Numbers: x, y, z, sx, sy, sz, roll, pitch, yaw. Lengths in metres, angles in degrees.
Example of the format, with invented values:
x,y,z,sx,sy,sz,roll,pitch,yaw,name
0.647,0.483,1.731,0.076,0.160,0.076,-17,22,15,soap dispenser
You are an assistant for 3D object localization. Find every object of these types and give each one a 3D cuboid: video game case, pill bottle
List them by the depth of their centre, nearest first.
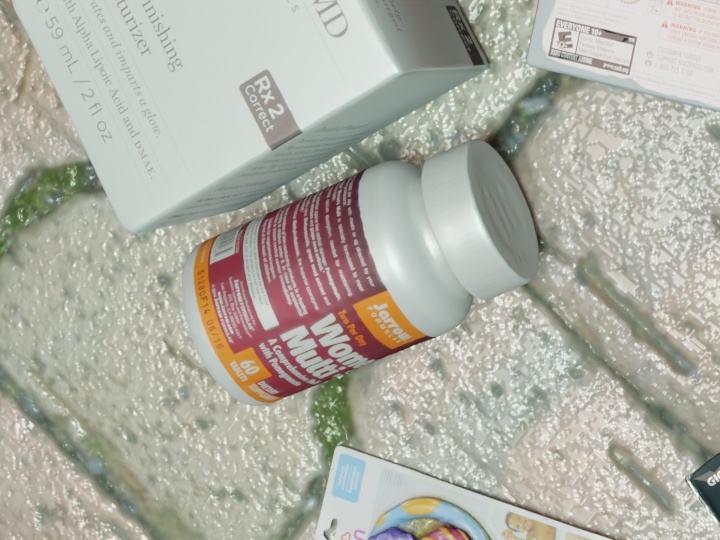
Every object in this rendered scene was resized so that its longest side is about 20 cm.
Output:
x,y,z,sx,sy,sz,roll,pitch,yaw,name
0.205,-0.181,1.280,0.199,0.045,0.183,16,104,20,video game case
0.000,0.000,1.402,0.199,0.109,0.110,-23,87,23,pill bottle

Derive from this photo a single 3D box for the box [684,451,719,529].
x,y,z,sx,sy,sz,roll,pitch,yaw,name
0.284,0.064,1.267,0.200,0.159,0.046,-39,80,22,box

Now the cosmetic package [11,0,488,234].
x,y,z,sx,sy,sz,roll,pitch,yaw,name
-0.063,-0.143,1.382,0.199,0.165,0.166,-30,86,22,cosmetic package

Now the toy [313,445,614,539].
x,y,z,sx,sy,sz,roll,pitch,yaw,name
0.054,0.194,1.435,0.199,0.047,0.116,17,100,19,toy
